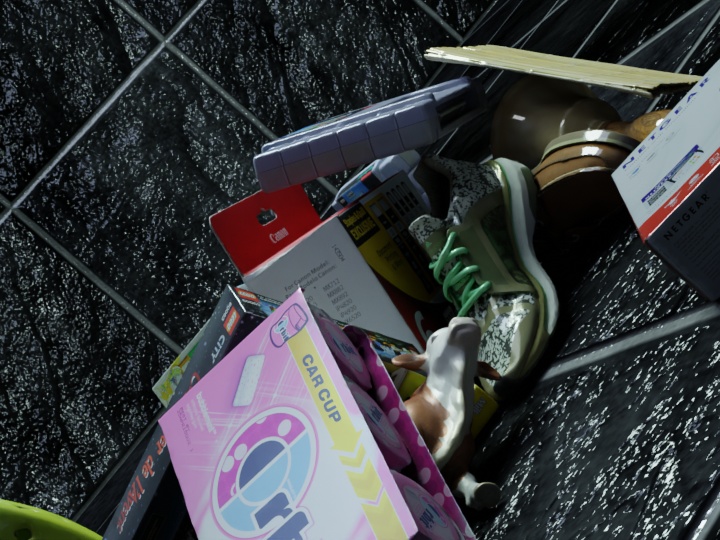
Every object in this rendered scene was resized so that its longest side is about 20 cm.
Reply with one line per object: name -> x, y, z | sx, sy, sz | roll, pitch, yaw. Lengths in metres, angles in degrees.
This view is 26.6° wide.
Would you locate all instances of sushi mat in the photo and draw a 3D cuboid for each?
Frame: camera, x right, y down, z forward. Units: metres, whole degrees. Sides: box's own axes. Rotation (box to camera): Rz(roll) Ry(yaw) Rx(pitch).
sushi mat -> 0.150, -0.146, 1.106 | 0.095, 0.199, 0.012 | -10, -70, -49

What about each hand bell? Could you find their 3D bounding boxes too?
hand bell -> 0.180, -0.095, 1.072 | 0.104, 0.104, 0.200 | -50, 18, -11

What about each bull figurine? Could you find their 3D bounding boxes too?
bull figurine -> 0.019, 0.122, 0.865 | 0.200, 0.065, 0.121 | -53, 15, 10

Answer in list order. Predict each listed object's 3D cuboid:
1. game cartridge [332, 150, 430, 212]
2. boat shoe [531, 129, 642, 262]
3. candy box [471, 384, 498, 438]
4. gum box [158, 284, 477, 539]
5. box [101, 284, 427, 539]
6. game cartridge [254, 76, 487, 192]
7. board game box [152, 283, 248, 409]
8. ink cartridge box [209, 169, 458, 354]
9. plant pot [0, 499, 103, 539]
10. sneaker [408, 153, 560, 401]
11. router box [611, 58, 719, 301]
game cartridge -> 0.045, -0.044, 1.402 | 0.038, 0.130, 0.200 | -51, 6, -17
boat shoe -> 0.137, -0.038, 1.060 | 0.068, 0.072, 0.200 | -68, 13, -20
candy box -> 0.029, 0.119, 1.020 | 0.102, 0.026, 0.200 | -53, 6, -9
gum box -> -0.026, 0.112, 0.791 | 0.113, 0.066, 0.200 | -43, 41, 12
box -> -0.060, 0.119, 0.922 | 0.201, 0.136, 0.038 | -62, 31, 14
game cartridge -> 0.010, -0.100, 1.084 | 0.129, 0.039, 0.200 | -11, 9, 17
board game box -> -0.058, 0.039, 1.204 | 0.200, 0.034, 0.135 | -23, -19, -51
ink cartridge box -> 0.000, 0.000, 1.067 | 0.084, 0.176, 0.200 | -33, 3, 18
plant pot -> -0.232, 0.263, 1.077 | 0.199, 0.181, 0.201 | 148, 126, -72
sneaker -> 0.068, -0.001, 0.986 | 0.077, 0.088, 0.201 | -55, 28, 38
router box -> 0.225, -0.090, 0.807 | 0.200, 0.049, 0.180 | -48, 7, 12
